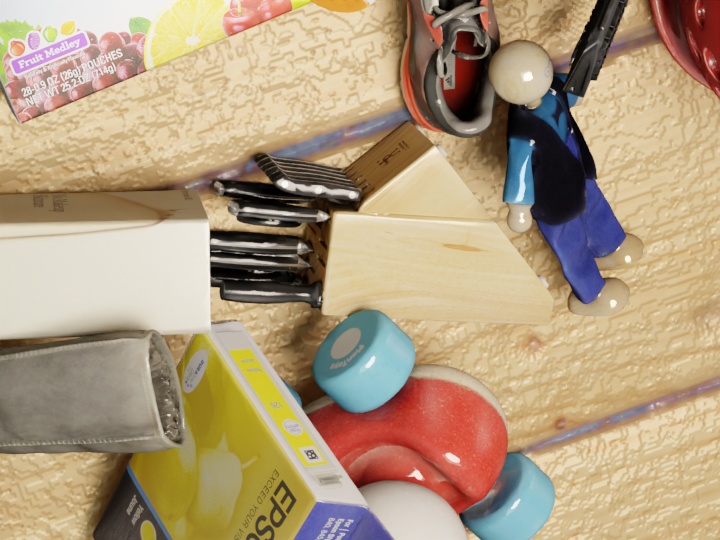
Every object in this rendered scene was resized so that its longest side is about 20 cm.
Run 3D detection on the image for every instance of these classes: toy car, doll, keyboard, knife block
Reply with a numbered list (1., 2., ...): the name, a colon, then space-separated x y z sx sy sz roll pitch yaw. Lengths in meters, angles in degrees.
1. toy car: 0.006 0.166 1.455 0.177 0.200 0.184 -28 122 28
2. doll: 0.124 -0.067 1.482 0.048 0.137 0.200 -2 137 29
3. keyboard: 0.166 -0.192 1.440 0.021 0.127 0.200 24 68 0
4. knife block: 0.000 0.000 1.494 0.176 0.064 0.200 -39 114 1

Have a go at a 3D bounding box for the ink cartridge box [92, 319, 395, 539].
1. ink cartridge box: -0.074 0.169 1.429 0.047 0.200 0.198 -3 135 -39

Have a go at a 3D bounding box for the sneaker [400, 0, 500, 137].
1. sneaker: 0.058 -0.174 1.441 0.077 0.082 0.200 -16 112 -10

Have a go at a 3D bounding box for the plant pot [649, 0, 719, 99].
1. plant pot: 0.289 -0.174 1.450 0.200 0.183 0.201 -4 109 -13

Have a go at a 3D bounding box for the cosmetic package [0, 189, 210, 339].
1. cosmetic package: -0.192 -0.004 1.406 0.200 0.104 0.073 -3 103 -9

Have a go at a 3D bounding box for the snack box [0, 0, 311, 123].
1. snack box: -0.144 -0.204 1.384 0.200 0.068 0.169 -23 112 -9

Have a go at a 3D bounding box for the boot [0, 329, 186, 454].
1. boot: -0.204 0.097 1.411 0.200 0.073 0.182 -8 149 0

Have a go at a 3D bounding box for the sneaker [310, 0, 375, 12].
1. sneaker: -0.017 -0.256 1.366 0.076 0.092 0.200 -1 111 23
